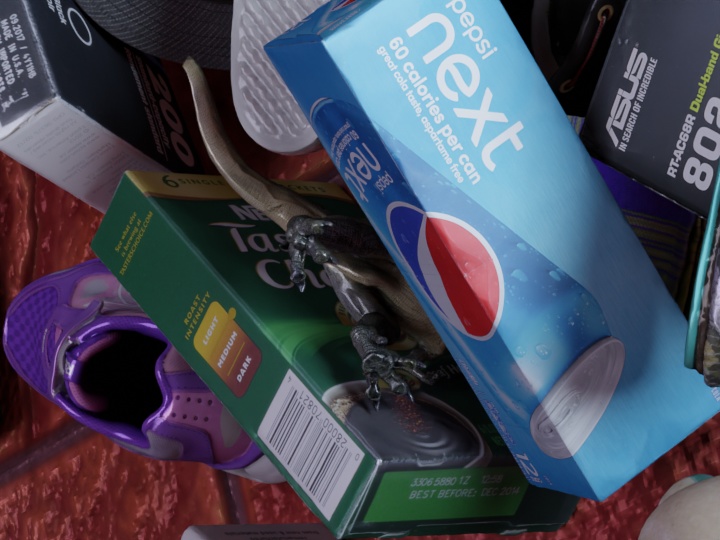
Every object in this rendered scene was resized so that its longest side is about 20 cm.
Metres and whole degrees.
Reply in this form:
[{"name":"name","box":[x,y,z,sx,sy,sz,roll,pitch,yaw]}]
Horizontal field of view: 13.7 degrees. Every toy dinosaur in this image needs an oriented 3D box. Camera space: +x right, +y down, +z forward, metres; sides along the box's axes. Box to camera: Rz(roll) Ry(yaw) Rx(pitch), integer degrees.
[{"name":"toy dinosaur","box":[0.000,0.000,1.147,0.047,0.200,0.088,-48,10,21]}]

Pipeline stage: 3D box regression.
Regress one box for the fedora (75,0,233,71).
[{"name":"fedora","box":[-0.051,-0.194,1.268,0.090,0.177,0.200,-100,15,-61]}]

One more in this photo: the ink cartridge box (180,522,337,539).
[{"name":"ink cartridge box","box":[-0.009,0.215,1.219,0.200,0.084,0.146,38,115,41]}]

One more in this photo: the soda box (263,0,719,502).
[{"name":"soda box","box":[0.051,-0.017,1.092,0.200,0.068,0.064,58,163,-13]}]

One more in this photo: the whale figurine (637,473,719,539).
[{"name":"whale figurine","box":[0.153,0.141,1.029,0.200,0.104,0.159,88,165,-66]}]

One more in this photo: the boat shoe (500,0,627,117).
[{"name":"boat shoe","box":[0.089,-0.152,1.100,0.074,0.063,0.202,31,119,46]}]

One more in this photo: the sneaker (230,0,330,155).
[{"name":"sneaker","box":[0.004,-0.148,1.210,0.075,0.105,0.201,13,102,37]}]

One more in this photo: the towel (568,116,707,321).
[{"name":"towel","box":[0.095,-0.075,1.174,0.144,0.023,0.200,19,101,46]}]

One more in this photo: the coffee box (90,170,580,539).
[{"name":"coffee box","box":[-0.010,0.031,1.207,0.200,0.123,0.044,47,122,40]}]

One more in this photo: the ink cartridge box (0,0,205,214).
[{"name":"ink cartridge box","box":[-0.128,-0.114,1.319,0.043,0.200,0.198,-27,65,12]}]

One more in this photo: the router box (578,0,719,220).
[{"name":"router box","box":[0.177,-0.101,1.038,0.150,0.062,0.200,31,111,35]}]

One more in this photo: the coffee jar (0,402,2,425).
[{"name":"coffee jar","box":[-0.238,-0.006,1.487,0.104,0.085,0.200,-23,72,48]}]

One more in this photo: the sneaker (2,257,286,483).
[{"name":"sneaker","box":[-0.108,0.040,1.340,0.200,0.088,0.081,18,102,48]}]

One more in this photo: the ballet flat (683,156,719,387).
[{"name":"ballet flat","box":[0.148,-0.059,0.991,0.072,0.072,0.201,9,98,48]}]
